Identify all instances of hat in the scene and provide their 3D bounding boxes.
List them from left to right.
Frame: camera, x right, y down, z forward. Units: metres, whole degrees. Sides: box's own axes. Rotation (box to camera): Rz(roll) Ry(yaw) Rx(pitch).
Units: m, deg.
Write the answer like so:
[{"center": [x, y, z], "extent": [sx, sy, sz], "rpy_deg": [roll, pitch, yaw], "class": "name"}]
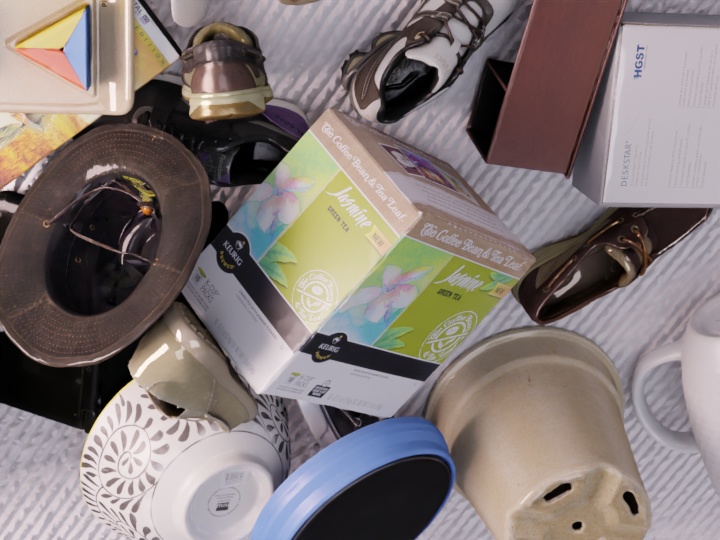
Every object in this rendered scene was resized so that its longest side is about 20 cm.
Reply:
[{"center": [-0.187, -0.009, 1.252], "extent": [0.200, 0.201, 0.081], "rpy_deg": [-32, 148, 7], "class": "hat"}]

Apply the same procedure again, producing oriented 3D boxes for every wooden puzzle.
[{"center": [-0.269, -0.207, 1.204], "extent": [0.200, 0.046, 0.186], "rpy_deg": [2, 106, -1], "class": "wooden puzzle"}]

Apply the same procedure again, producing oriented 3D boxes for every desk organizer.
[{"center": [0.155, -0.183, 1.326], "extent": [0.077, 0.072, 0.200], "rpy_deg": [6, 119, -17], "class": "desk organizer"}]

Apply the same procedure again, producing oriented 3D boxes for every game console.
[{"center": [-0.224, 0.025, 1.396], "extent": [0.176, 0.116, 0.200], "rpy_deg": [16, 117, 13], "class": "game console"}]

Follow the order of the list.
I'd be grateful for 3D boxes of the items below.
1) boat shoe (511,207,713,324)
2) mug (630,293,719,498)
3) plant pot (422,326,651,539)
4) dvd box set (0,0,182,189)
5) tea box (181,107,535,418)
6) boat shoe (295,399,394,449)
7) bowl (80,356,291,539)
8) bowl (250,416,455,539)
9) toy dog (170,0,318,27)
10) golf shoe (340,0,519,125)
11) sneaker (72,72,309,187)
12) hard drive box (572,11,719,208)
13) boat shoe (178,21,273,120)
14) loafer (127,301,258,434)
[{"center": [0.231, -0.013, 1.439], "extent": [0.200, 0.072, 0.072], "rpy_deg": [-27, 121, 2], "class": "boat shoe"}, {"center": [0.349, 0.115, 1.507], "extent": [0.200, 0.148, 0.176], "rpy_deg": [-10, 116, 29], "class": "mug"}, {"center": [0.171, 0.183, 1.470], "extent": [0.200, 0.184, 0.201], "rpy_deg": [-5, 119, -9], "class": "plant pot"}, {"center": [-0.259, -0.167, 1.257], "extent": [0.200, 0.029, 0.146], "rpy_deg": [-34, 105, 8], "class": "dvd box set"}, {"center": [0.000, 0.000, 1.317], "extent": [0.197, 0.134, 0.200], "rpy_deg": [-49, 150, 15], "class": "tea box"}, {"center": [-0.003, 0.141, 1.475], "extent": [0.068, 0.072, 0.200], "rpy_deg": [-30, 124, 4], "class": "boat shoe"}, {"center": [-0.132, 0.179, 1.408], "extent": [0.200, 0.094, 0.201], "rpy_deg": [-17, 125, -25], "class": "bowl"}, {"center": [-0.002, 0.213, 1.436], "extent": [0.200, 0.039, 0.201], "rpy_deg": [-25, 146, -19], "class": "bowl"}, {"center": [-0.114, -0.244, 1.210], "extent": [0.200, 0.132, 0.096], "rpy_deg": [19, 148, -37], "class": "toy dog"}, {"center": [0.074, -0.189, 1.299], "extent": [0.078, 0.095, 0.200], "rpy_deg": [37, 104, -25], "class": "golf shoe"}, {"center": [-0.132, -0.107, 1.302], "extent": [0.200, 0.088, 0.076], "rpy_deg": [3, 118, -13], "class": "sneaker"}, {"center": [0.291, -0.136, 1.369], "extent": [0.200, 0.077, 0.156], "rpy_deg": [1, 107, -13], "class": "hard drive box"}, {"center": [-0.100, -0.156, 1.225], "extent": [0.073, 0.200, 0.065], "rpy_deg": [-3, 104, -8], "class": "boat shoe"}, {"center": [-0.136, 0.084, 1.277], "extent": [0.068, 0.076, 0.200], "rpy_deg": [-34, 155, -5], "class": "loafer"}]
